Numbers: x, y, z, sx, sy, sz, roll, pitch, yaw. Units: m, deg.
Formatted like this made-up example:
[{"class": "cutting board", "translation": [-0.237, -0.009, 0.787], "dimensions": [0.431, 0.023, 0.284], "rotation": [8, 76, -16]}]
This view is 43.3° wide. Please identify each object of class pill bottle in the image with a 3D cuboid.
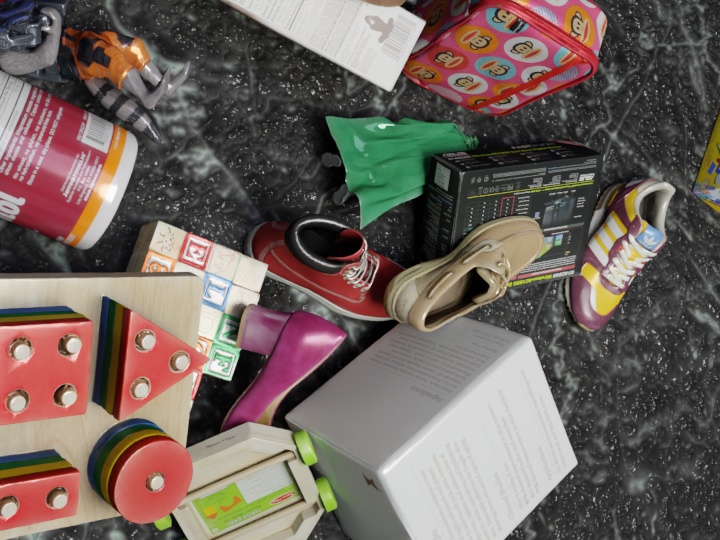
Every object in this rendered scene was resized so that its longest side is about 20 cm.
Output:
[{"class": "pill bottle", "translation": [-0.298, -0.104, 0.754], "dimensions": [0.199, 0.113, 0.113], "rotation": [25, 76, -25]}]

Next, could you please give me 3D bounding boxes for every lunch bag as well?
[{"class": "lunch bag", "translation": [0.155, -0.235, 0.958], "dimensions": [0.176, 0.200, 0.082], "rotation": [22, 73, -25]}]

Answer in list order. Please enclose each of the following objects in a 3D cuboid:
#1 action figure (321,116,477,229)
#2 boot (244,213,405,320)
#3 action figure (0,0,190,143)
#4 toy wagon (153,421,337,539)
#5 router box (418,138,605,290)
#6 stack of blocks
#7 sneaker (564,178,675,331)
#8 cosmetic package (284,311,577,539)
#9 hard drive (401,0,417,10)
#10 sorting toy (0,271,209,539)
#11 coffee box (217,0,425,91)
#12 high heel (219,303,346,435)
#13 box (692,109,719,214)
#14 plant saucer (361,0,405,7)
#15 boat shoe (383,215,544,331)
[{"class": "action figure", "translation": [0.053, -0.120, 0.978], "dimensions": [0.199, 0.055, 0.119], "rotation": [-17, 94, -35]}, {"class": "boot", "translation": [0.000, 0.000, 0.892], "dimensions": [0.199, 0.144, 0.073], "rotation": [21, 76, -27]}, {"class": "action figure", "translation": [-0.255, -0.177, 0.765], "dimensions": [0.193, 0.200, 0.105], "rotation": [18, 118, -6]}, {"class": "toy wagon", "translation": [-0.101, 0.230, 0.855], "dimensions": [0.155, 0.040, 0.201], "rotation": [-22, 127, -5]}, {"class": "router box", "translation": [0.164, -0.057, 0.997], "dimensions": [0.199, 0.062, 0.151], "rotation": [-9, 119, -28]}, {"class": "stack of blocks", "translation": [-0.175, 0.069, 0.841], "dimensions": [0.115, 0.058, 0.201], "rotation": [23, 77, -26]}, {"class": "sneaker", "translation": [0.314, -0.022, 1.092], "dimensions": [0.075, 0.090, 0.201], "rotation": [27, 75, -24]}, {"class": "cosmetic package", "translation": [0.071, 0.167, 0.891], "dimensions": [0.200, 0.166, 0.168], "rotation": [-36, 119, -25]}, {"class": "hard drive", "translation": [0.015, -0.402, 0.984], "dimensions": [0.139, 0.033, 0.201], "rotation": [16, 80, -26]}, {"class": "sorting toy", "translation": [-0.204, 0.107, 0.685], "dimensions": [0.198, 0.069, 0.201], "rotation": [-1, 103, -42]}, {"class": "coffee box", "translation": [-0.052, -0.262, 0.886], "dimensions": [0.199, 0.114, 0.080], "rotation": [23, 102, -25]}, {"class": "high heel", "translation": [-0.073, 0.130, 0.848], "dimensions": [0.095, 0.067, 0.201], "rotation": [14, 104, 12]}, {"class": "box", "translation": [0.572, -0.170, 1.182], "dimensions": [0.122, 0.192, 0.201], "rotation": [30, 74, -24]}, {"class": "plant saucer", "translation": [-0.030, -0.326, 0.850], "dimensions": [0.200, 0.035, 0.201], "rotation": [26, 35, -20]}, {"class": "boat shoe", "translation": [0.119, 0.008, 0.915], "dimensions": [0.199, 0.064, 0.072], "rotation": [-29, 127, -25]}]
